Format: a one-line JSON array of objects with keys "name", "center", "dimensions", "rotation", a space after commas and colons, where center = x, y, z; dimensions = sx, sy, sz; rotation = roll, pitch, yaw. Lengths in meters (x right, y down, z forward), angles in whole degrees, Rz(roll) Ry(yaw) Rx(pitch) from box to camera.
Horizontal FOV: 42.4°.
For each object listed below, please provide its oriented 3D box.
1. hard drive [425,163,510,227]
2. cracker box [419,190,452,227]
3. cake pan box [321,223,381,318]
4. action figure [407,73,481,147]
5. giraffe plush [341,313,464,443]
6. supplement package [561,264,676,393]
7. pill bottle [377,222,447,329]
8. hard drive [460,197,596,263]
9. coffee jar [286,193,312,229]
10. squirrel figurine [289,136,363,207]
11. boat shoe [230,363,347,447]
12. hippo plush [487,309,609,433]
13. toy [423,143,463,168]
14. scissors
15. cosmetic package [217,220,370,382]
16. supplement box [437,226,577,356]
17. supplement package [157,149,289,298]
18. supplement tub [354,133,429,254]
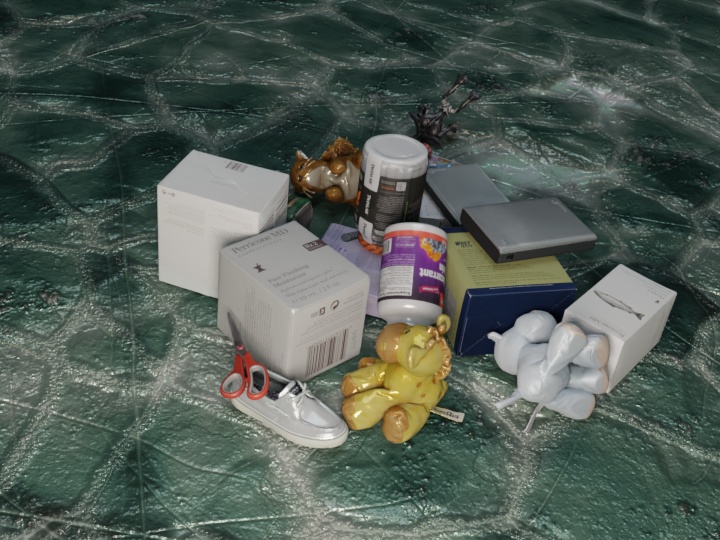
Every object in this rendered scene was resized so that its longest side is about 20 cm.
[{"name": "hard drive", "center": [0.217, -0.146, 1.865], "dimensions": [0.139, 0.033, 0.200], "rotation": [-8, 39, -20]}, {"name": "cracker box", "center": [0.180, -0.118, 1.897], "dimensions": [0.198, 0.058, 0.134], "rotation": [4, 36, -6]}, {"name": "cake pan box", "center": [0.000, 0.000, 1.713], "dimensions": [0.183, 0.053, 0.200], "rotation": [13, 36, 11]}, {"name": "action figure", "center": [0.192, -0.365, 2.200], "dimensions": [0.200, 0.102, 0.119], "rotation": [-43, 84, -2]}, {"name": "giraffe plush", "center": [0.073, 0.151, 1.423], "dimensions": [0.198, 0.163, 0.173], "rotation": [5, 36, -3]}, {"name": "supplement package", "center": [0.437, 0.096, 1.601], "dimensions": [0.117, 0.118, 0.200], "rotation": [31, 43, 28]}, {"name": "pill bottle", "center": [0.086, 0.030, 1.569], "dimensions": [0.110, 0.111, 0.202], "rotation": [6, 75, -2]}, {"name": "hard drive", "center": [0.295, -0.073, 1.638], "dimensions": [0.199, 0.033, 0.140], "rotation": [-8, 38, -23]}, {"name": "coffee jar", "center": [-0.200, -0.119, 1.808], "dimensions": [0.199, 0.086, 0.104], "rotation": [19, 37, 16]}, {"name": "squirrel figurine", "center": [-0.048, -0.198, 1.931], "dimensions": [0.185, 0.143, 0.200], "rotation": [1, 21, 9]}, {"name": "boat shoe", "center": [-0.109, 0.199, 1.391], "dimensions": [0.200, 0.072, 0.070], "rotation": [22, 39, 19]}, {"name": "hippo plush", "center": [0.296, 0.157, 1.511], "dimensions": [0.200, 0.159, 0.161], "rotation": [-46, 28, 0]}, {"name": "toy", "center": [0.135, -0.255, 2.084], "dimensions": [0.199, 0.047, 0.115], "rotation": [25, 38, 21]}, {"name": "scissors", "center": [-0.174, 0.126, 1.417], "dimensions": [0.073, 0.014, 0.201], "rotation": [-8, 37, 2]}, {"name": "cosmetic package", "center": [-0.114, 0.052, 1.522], "dimensions": [0.164, 0.166, 0.200], "rotation": [-24, 46, -37]}, {"name": "supplement box", "center": [0.240, 0.030, 1.640], "dimensions": [0.198, 0.135, 0.200], "rotation": [-3, 37, -15]}, {"name": "supplement package", "center": [-0.242, -0.075, 1.644], "dimensions": [0.190, 0.201, 0.147], "rotation": [16, 36, 11]}, {"name": "supplement tub", "center": [0.053, -0.136, 1.698], "dimensions": [0.122, 0.201, 0.123], "rotation": [6, 34, -4]}]
